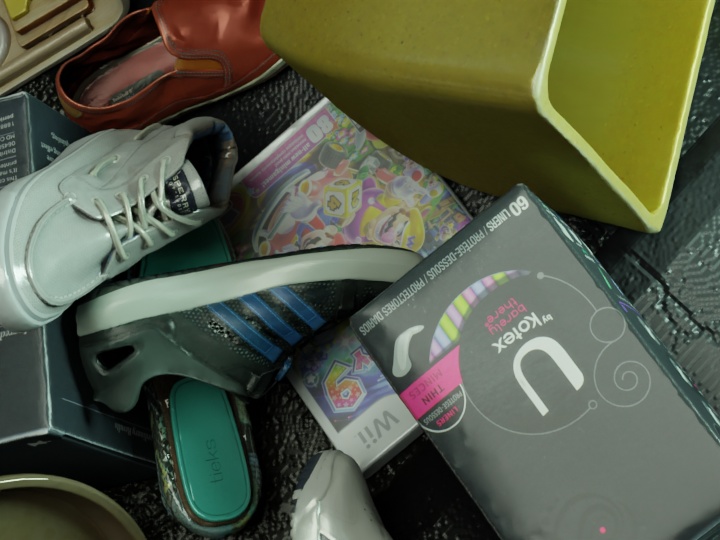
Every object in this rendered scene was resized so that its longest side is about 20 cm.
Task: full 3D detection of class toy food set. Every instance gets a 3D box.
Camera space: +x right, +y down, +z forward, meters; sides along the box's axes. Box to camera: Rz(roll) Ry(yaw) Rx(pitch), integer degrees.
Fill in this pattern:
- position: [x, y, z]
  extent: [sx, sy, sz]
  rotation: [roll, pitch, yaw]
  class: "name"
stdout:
- position: [-0.253, -0.189, 1.292]
  extent: [0.199, 0.060, 0.144]
  rotation: [-29, 67, 13]
  class: "toy food set"

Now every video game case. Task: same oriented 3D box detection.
- position: [0.000, 0.000, 1.160]
  extent: [0.143, 0.018, 0.200]
  rotation: [-40, 65, 7]
  class: "video game case"

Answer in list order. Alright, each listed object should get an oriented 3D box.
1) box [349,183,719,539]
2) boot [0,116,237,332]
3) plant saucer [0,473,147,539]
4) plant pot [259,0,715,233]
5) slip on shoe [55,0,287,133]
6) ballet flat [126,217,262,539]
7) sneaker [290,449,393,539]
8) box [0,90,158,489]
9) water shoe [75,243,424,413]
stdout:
- position: [0.107, 0.074, 1.036]
  extent: [0.122, 0.106, 0.200]
  rotation: [-39, 72, 9]
  class: "box"
- position: [-0.130, -0.036, 1.075]
  extent: [0.095, 0.200, 0.074]
  rotation: [-14, 113, 20]
  class: "boot"
- position: [-0.204, 0.203, 1.103]
  extent: [0.029, 0.200, 0.201]
  rotation: [28, 87, 53]
  class: "plant saucer"
- position: [0.064, -0.151, 1.083]
  extent: [0.199, 0.195, 0.195]
  rotation: [8, 76, 30]
  class: "plant pot"
- position: [-0.100, -0.142, 1.216]
  extent: [0.199, 0.061, 0.074]
  rotation: [-28, 65, 12]
  class: "slip on shoe"
- position: [-0.100, 0.060, 1.158]
  extent: [0.074, 0.074, 0.201]
  rotation: [-12, 71, 19]
  class: "ballet flat"
- position: [0.043, 0.183, 1.059]
  extent: [0.129, 0.079, 0.200]
  rotation: [-17, 70, 16]
  class: "sneaker"
- position: [-0.195, 0.021, 1.162]
  extent: [0.106, 0.148, 0.201]
  rotation: [-14, 70, 19]
  class: "box"
- position: [-0.057, 0.033, 1.111]
  extent: [0.199, 0.071, 0.079]
  rotation: [-9, 92, -6]
  class: "water shoe"
